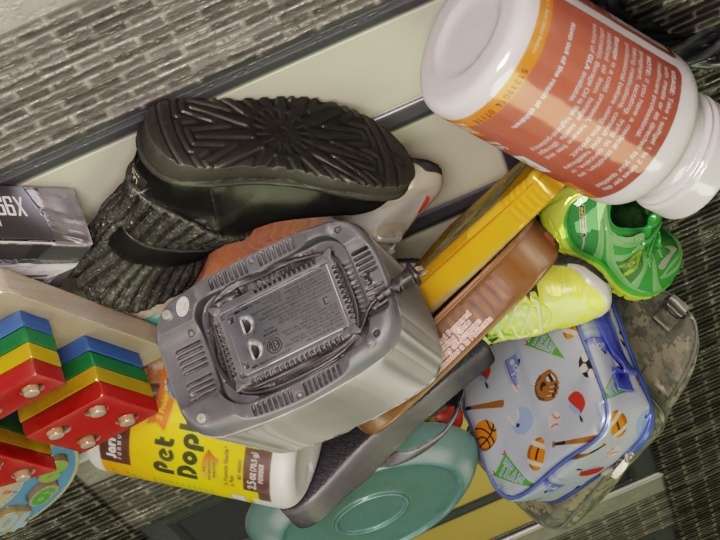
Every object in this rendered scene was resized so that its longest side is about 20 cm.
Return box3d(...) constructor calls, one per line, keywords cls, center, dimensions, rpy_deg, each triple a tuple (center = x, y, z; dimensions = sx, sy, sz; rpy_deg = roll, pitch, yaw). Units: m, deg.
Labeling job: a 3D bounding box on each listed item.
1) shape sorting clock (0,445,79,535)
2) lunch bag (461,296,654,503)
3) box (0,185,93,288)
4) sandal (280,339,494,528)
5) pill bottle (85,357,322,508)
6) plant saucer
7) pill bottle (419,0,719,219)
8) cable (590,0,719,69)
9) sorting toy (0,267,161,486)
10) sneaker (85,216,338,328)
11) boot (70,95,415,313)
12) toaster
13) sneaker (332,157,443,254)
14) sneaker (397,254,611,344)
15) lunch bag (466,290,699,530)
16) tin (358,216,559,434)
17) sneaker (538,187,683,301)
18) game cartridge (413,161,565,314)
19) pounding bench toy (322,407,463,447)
box3d(cls="shape sorting clock", center=(-0.323, 0.181, 1.777), dimensions=(0.199, 0.039, 0.200), rpy_deg=(-18, 154, -9))
box3d(cls="lunch bag", center=(0.157, 0.085, 1.789), dimensions=(0.075, 0.201, 0.160), rpy_deg=(9, 141, -42))
box3d(cls="box", center=(-0.295, 0.017, 1.469), dimensions=(0.157, 0.050, 0.200), rpy_deg=(2, 146, -40))
box3d(cls="sandal", center=(0.024, 0.123, 1.661), dimensions=(0.200, 0.076, 0.043), rpy_deg=(-42, 110, 3))
box3d(cls="pill bottle", center=(-0.131, 0.105, 1.625), dimensions=(0.199, 0.110, 0.109), rpy_deg=(10, 157, 12))
box3d(cls="plant saucer", center=(0.006, 0.187, 1.770), dimensions=(0.199, 0.028, 0.200), rpy_deg=(-17, 150, -10))
box3d(cls="pill bottle", center=(0.146, -0.111, 1.430), dimensions=(0.200, 0.113, 0.112), rpy_deg=(27, 130, -27))
box3d(cls="cable", center=(0.235, -0.197, 1.495), dimensions=(0.199, 0.051, 0.163), rpy_deg=(10, 135, -42))
box3d(cls="sorting toy", center=(-0.257, 0.093, 1.500), dimensions=(0.198, 0.070, 0.200), rpy_deg=(-28, 156, 20))
box3d(cls="sneaker", center=(-0.098, 0.006, 1.585), dimensions=(0.199, 0.072, 0.080), rpy_deg=(-8, 157, -2))
box3d(cls="boot", center=(-0.082, -0.041, 1.490), dimensions=(0.210, 0.080, 0.158), rpy_deg=(5, 138, -26))
box3d(cls="toaster", center=(-0.029, 0.046, 1.484), dimensions=(0.199, 0.114, 0.129), rpy_deg=(-28, 158, 13))
box3d(cls="sneaker", center=(-0.001, 0.000, 1.622), dimensions=(0.200, 0.094, 0.070), rpy_deg=(-39, 150, 31))
box3d(cls="sneaker", center=(0.097, 0.036, 1.710), dimensions=(0.199, 0.077, 0.076), rpy_deg=(-5, 131, 10))
box3d(cls="lunch bag", center=(0.208, 0.115, 1.962), dimensions=(0.168, 0.139, 0.200), rpy_deg=(-34, 163, -34))
box3d(cls="tin", center=(0.065, 0.041, 1.587), dimensions=(0.200, 0.042, 0.112), rpy_deg=(-44, -174, 5))
box3d(cls="sneaker", center=(0.216, -0.031, 1.759), dimensions=(0.083, 0.074, 0.200), rpy_deg=(-30, 153, 24))
box3d(cls="game cartridge", center=(0.103, -0.045, 1.591), dimensions=(0.200, 0.032, 0.176), rpy_deg=(-46, -179, 35))
box3d(cls="pounding bench toy", center=(-0.019, 0.107, 1.776), dimensions=(0.156, 0.125, 0.200), rpy_deg=(-30, 153, 15))
